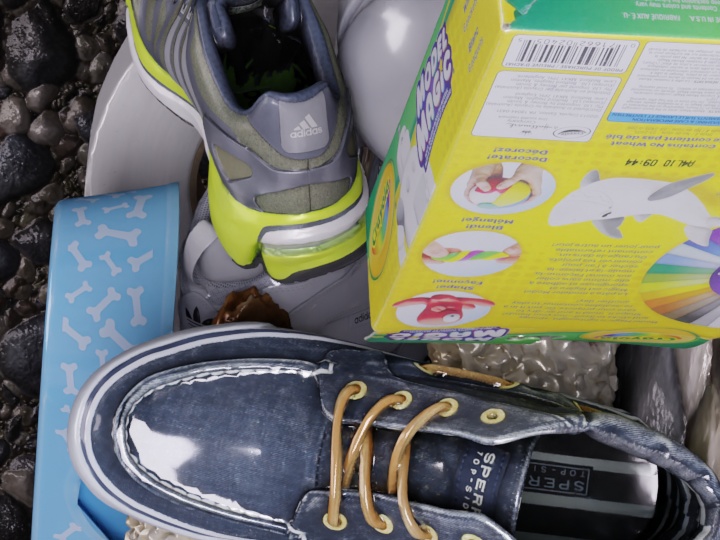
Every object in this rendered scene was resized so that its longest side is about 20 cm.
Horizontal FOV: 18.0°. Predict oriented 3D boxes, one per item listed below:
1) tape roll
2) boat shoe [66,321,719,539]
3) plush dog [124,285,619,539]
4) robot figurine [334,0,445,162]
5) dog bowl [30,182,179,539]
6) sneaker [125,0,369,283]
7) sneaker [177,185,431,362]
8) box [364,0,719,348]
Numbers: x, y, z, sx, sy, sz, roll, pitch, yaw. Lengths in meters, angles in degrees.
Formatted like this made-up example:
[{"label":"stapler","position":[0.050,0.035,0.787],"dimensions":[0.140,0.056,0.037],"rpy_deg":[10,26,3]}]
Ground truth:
[{"label":"tape roll","position":[-0.031,-0.049,1.089],"dimensions":[0.071,0.201,0.203],"rpy_deg":[-103,22,-69]},{"label":"boat shoe","position":[0.012,0.057,0.703],"dimensions":[0.091,0.199,0.071],"rpy_deg":[-178,94,-78]},{"label":"plush dog","position":[-0.001,0.100,0.838],"dimensions":[0.161,0.171,0.201],"rpy_deg":[110,164,-59]},{"label":"robot figurine","position":[0.047,-0.113,0.902],"dimensions":[0.169,0.113,0.201],"rpy_deg":[-37,40,41]},{"label":"dog bowl","position":[-0.105,0.051,0.922],"dimensions":[0.201,0.049,0.112],"rpy_deg":[101,170,-45]},{"label":"sneaker","position":[-0.042,-0.088,0.873],"dimensions":[0.200,0.074,0.081],"rpy_deg":[-121,23,-44]},{"label":"sneaker","position":[0.000,0.000,0.933],"dimensions":[0.075,0.200,0.115],"rpy_deg":[23,128,38]},{"label":"box","position":[0.070,-0.030,0.651],"dimensions":[0.200,0.117,0.049],"rpy_deg":[112,158,-59]}]
